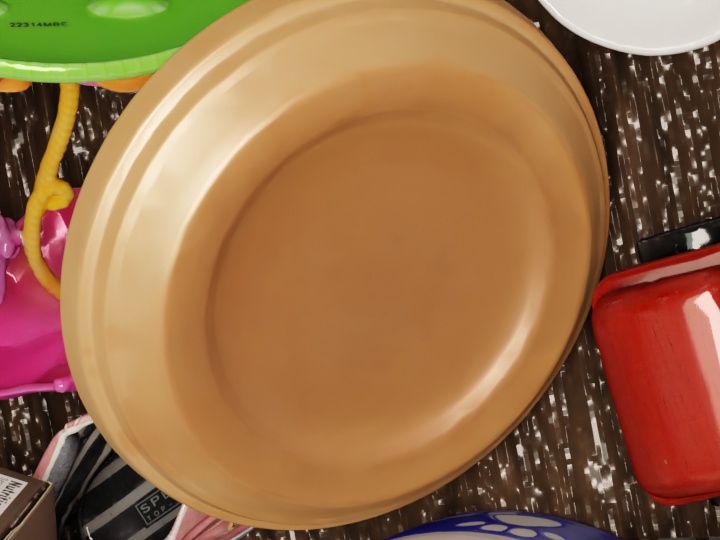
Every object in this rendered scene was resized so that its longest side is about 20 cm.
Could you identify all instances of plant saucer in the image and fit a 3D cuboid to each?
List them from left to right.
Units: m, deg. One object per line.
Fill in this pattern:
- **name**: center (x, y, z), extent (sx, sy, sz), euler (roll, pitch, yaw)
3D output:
- **plant saucer**: center (0.000, 0.000, 0.941), extent (0.037, 0.200, 0.201), euler (41, 113, 54)

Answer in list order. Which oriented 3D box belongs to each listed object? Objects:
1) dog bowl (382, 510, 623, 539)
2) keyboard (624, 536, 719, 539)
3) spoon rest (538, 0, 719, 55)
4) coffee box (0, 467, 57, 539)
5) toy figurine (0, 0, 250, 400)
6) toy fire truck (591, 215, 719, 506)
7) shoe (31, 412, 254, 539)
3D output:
- **dog bowl**: center (0.045, 0.187, 0.996), extent (0.200, 0.079, 0.201), euler (2, 97, 21)
- **keyboard**: center (0.154, 0.098, 0.868), extent (0.199, 0.127, 0.021), euler (-6, 104, 22)
- **spoon rest**: center (0.104, -0.171, 0.945), extent (0.099, 0.061, 0.201), euler (12, 99, 19)
- **coffee box**: center (-0.209, 0.109, 0.990), extent (0.200, 0.080, 0.113), euler (16, 129, 18)
- **toy figurine**: center (-0.135, -0.035, 0.994), extent (0.199, 0.150, 0.184), euler (-2, 128, -13)
- **toy fire truck**: center (0.156, 0.037, 0.872), extent (0.176, 0.200, 0.129), euler (-16, 90, 21)
- **shoe**: center (-0.037, 0.051, 1.005), extent (0.200, 0.091, 0.072), euler (-39, 82, 20)
